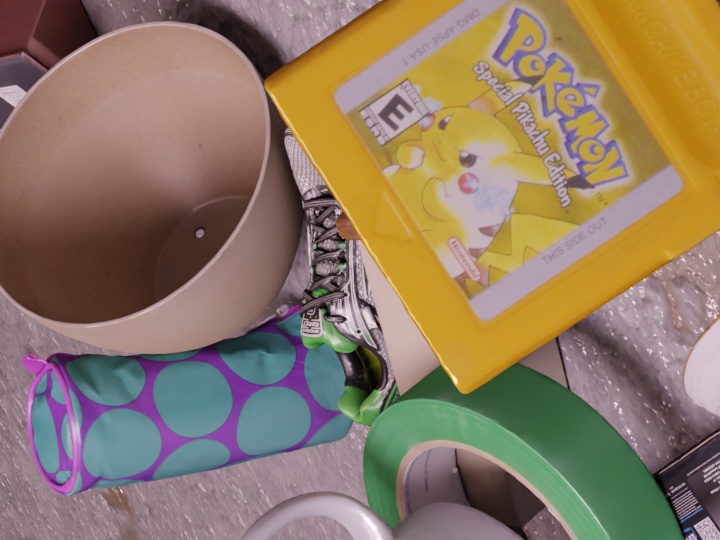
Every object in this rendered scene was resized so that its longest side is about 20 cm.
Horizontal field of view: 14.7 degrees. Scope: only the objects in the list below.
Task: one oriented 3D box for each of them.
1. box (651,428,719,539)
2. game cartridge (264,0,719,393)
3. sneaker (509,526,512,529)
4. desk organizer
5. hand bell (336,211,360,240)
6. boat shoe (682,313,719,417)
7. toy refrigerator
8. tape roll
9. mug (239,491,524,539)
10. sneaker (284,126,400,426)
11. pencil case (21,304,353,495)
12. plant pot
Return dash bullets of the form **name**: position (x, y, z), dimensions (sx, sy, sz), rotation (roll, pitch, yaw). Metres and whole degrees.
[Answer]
- **box**: position (0.222, 0.181, 1.461), dimensions (0.199, 0.050, 0.200), rotation (54, 152, 7)
- **game cartridge**: position (0.083, -0.069, 1.291), dimensions (0.177, 0.199, 0.032), rotation (56, -171, 2)
- **sneaker**: position (0.076, 0.215, 1.729), dimensions (0.079, 0.074, 0.201), rotation (6, 117, 68)
- **desk organizer**: position (-0.253, -0.146, 1.884), dimensions (0.199, 0.077, 0.072), rotation (-7, 147, 44)
- **hand bell**: position (0.049, -0.045, 1.421), dimensions (0.200, 0.104, 0.105), rotation (-17, 103, 53)
- **boat shoe**: position (0.212, 0.029, 1.294), dimensions (0.069, 0.071, 0.200), rotation (52, 151, 15)
- **toy refrigerator**: position (0.064, 0.037, 1.558), dimensions (0.076, 0.070, 0.201), rotation (16, 132, 44)
- **tape roll**: position (0.089, 0.143, 1.516), dimensions (0.200, 0.048, 0.201), rotation (31, 141, 29)
- **mug**: position (0.005, 0.211, 1.479), dimensions (0.201, 0.175, 0.147), rotation (56, 147, -5)
- **sneaker**: position (0.000, 0.000, 1.605), dimensions (0.078, 0.085, 0.201), rotation (10, 125, 56)
- **pencil case**: position (-0.106, 0.079, 1.739), dimensions (0.085, 0.199, 0.093), rotation (-37, 66, 63)
- **plant pot**: position (-0.112, -0.029, 1.682), dimensions (0.200, 0.201, 0.134), rotation (35, 174, 38)
